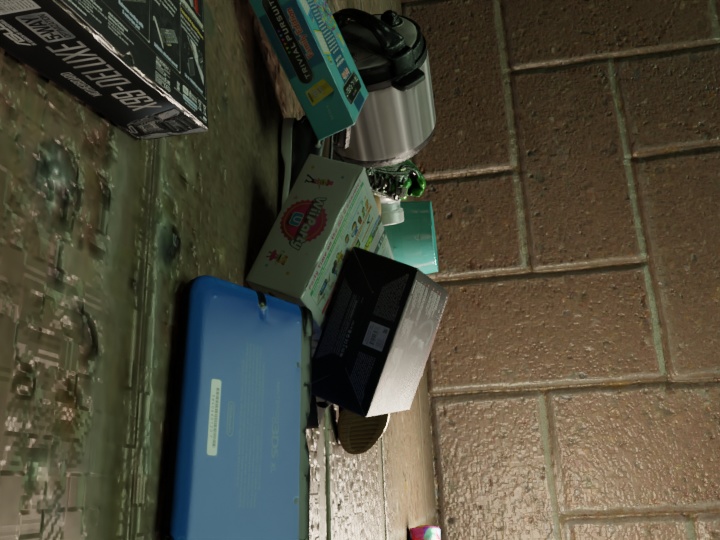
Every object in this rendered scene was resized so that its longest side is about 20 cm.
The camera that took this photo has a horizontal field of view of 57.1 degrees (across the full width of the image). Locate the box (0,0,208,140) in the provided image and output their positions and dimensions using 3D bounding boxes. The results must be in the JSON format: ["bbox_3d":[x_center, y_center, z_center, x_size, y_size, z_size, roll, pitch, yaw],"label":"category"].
[{"bbox_3d":[-0.138,-0.174,0.330,0.200,0.049,0.160,35,50,-79],"label":"box"}]

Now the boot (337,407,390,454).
[{"bbox_3d":[-0.001,0.144,0.969,0.167,0.071,0.202,-109,-155,-64],"label":"boot"}]

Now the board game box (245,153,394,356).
[{"bbox_3d":[-0.032,-0.001,0.699,0.200,0.064,0.149,69,42,-62],"label":"board game box"}]

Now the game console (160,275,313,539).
[{"bbox_3d":[-0.098,0.129,0.511,0.170,0.118,0.202,23,57,-44],"label":"game console"}]

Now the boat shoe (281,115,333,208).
[{"bbox_3d":[-0.056,-0.085,0.767,0.074,0.060,0.203,63,24,-71],"label":"boat shoe"}]

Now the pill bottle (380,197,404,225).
[{"bbox_3d":[0.031,-0.187,1.219,0.112,0.111,0.203,-56,140,-76],"label":"pill bottle"}]

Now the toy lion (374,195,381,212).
[{"bbox_3d":[0.000,0.000,1.110,0.193,0.068,0.202,-73,157,-49],"label":"toy lion"}]

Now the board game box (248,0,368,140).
[{"bbox_3d":[-0.060,-0.258,0.715,0.201,0.046,0.151,63,17,-20],"label":"board game box"}]

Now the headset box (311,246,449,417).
[{"bbox_3d":[0.028,0.072,0.719,0.150,0.077,0.200,-70,162,-2],"label":"headset box"}]

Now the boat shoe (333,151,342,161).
[{"bbox_3d":[-0.013,-0.253,1.105,0.072,0.067,0.202,69,21,-60],"label":"boat shoe"}]

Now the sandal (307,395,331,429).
[{"bbox_3d":[-0.038,0.130,0.814,0.200,0.042,0.077,-56,140,-76],"label":"sandal"}]

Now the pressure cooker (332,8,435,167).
[{"bbox_3d":[0.016,-0.276,0.956,0.201,0.174,0.180,76,19,-45],"label":"pressure cooker"}]

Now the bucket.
[{"bbox_3d":[0.120,-0.077,1.651,0.207,0.133,0.210,-5,90,-81],"label":"bucket"}]

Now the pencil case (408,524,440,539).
[{"bbox_3d":[0.162,0.733,1.623,0.089,0.087,0.202,65,22,-65],"label":"pencil case"}]

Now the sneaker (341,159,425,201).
[{"bbox_3d":[0.037,-0.155,1.074,0.199,0.085,0.079,-12,137,-46],"label":"sneaker"}]
